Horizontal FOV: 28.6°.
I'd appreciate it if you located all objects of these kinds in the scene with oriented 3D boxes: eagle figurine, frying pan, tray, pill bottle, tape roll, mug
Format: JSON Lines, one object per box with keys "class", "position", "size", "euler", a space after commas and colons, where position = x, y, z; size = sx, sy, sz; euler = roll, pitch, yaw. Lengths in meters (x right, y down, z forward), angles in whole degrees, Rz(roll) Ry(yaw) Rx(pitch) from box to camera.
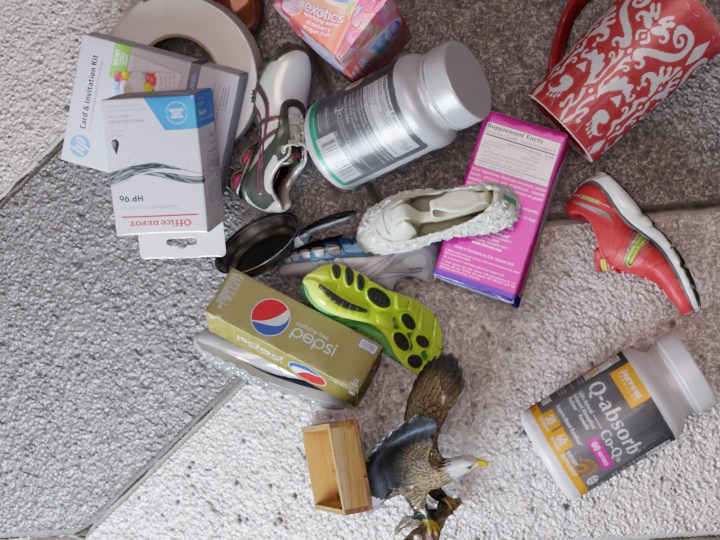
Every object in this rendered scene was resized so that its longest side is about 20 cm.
{"class": "eagle figurine", "position": [0.069, 0.208, 1.588], "size": [0.150, 0.152, 0.201], "euler": [-23, 116, -13]}
{"class": "frying pan", "position": [-0.087, -0.044, 1.666], "size": [0.189, 0.115, 0.031], "euler": [-25, 119, 10]}
{"class": "tray", "position": [-0.028, 0.220, 1.586], "size": [0.037, 0.200, 0.099], "euler": [-9, 84, -13]}
{"class": "pill bottle", "position": [0.290, 0.159, 1.583], "size": [0.199, 0.116, 0.117], "euler": [-33, 82, 6]}
{"class": "tape roll", "position": [-0.216, -0.233, 1.703], "size": [0.201, 0.037, 0.204], "euler": [3, 103, 11]}
{"class": "mug", "position": [0.293, -0.237, 1.618], "size": [0.200, 0.178, 0.133], "euler": [-45, 115, 4]}
{"class": "pill bottle", "position": [0.043, -0.178, 1.611], "size": [0.199, 0.113, 0.114], "euler": [-23, 82, 32]}

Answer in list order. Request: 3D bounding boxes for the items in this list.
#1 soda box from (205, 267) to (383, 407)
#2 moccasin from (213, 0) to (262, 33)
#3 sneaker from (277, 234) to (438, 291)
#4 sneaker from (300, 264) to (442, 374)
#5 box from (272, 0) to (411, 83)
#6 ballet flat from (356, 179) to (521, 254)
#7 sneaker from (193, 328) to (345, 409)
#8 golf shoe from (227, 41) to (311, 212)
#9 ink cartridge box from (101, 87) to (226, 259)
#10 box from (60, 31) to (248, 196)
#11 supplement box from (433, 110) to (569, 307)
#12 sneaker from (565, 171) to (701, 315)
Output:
{"class": "soda box", "position": [-0.076, 0.077, 1.615], "size": [0.199, 0.068, 0.064], "euler": [28, 70, 9]}
{"class": "moccasin", "position": [-0.172, -0.382, 1.709], "size": [0.073, 0.078, 0.203], "euler": [-15, 87, 7]}
{"class": "sneaker", "position": [0.000, 0.000, 1.665], "size": [0.199, 0.075, 0.087], "euler": [-8, 103, 15]}
{"class": "sneaker", "position": [0.015, 0.052, 1.638], "size": [0.200, 0.083, 0.074], "euler": [36, 75, -23]}
{"class": "box", "position": [-0.016, -0.286, 1.618], "size": [0.103, 0.200, 0.095], "euler": [41, 93, 10]}
{"class": "ballet flat", "position": [0.078, -0.066, 1.561], "size": [0.199, 0.072, 0.072], "euler": [-12, 84, 22]}
{"class": "sneaker", "position": [-0.099, 0.100, 1.677], "size": [0.199, 0.076, 0.081], "euler": [18, 80, 3]}
{"class": "golf shoe", "position": [-0.087, -0.165, 1.665], "size": [0.088, 0.077, 0.201], "euler": [27, 106, 45]}
{"class": "ink cartridge box", "position": [-0.226, -0.105, 1.637], "size": [0.115, 0.068, 0.201], "euler": [-2, 103, 13]}
{"class": "box", "position": [-0.246, -0.184, 1.679], "size": [0.199, 0.041, 0.157], "euler": [17, 105, 9]}
{"class": "supplement box", "position": [0.165, -0.070, 1.625], "size": [0.103, 0.101, 0.201], "euler": [19, 89, 10]}
{"class": "sneaker", "position": [0.312, -0.019, 1.620], "size": [0.085, 0.077, 0.200], "euler": [-41, 71, 9]}
